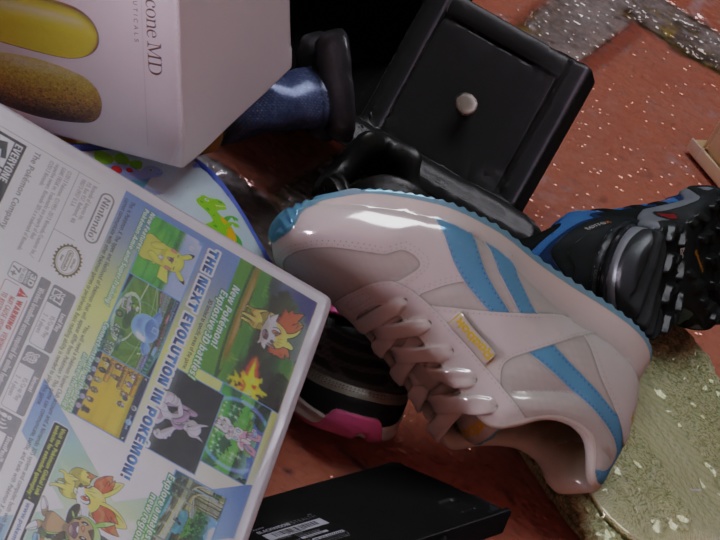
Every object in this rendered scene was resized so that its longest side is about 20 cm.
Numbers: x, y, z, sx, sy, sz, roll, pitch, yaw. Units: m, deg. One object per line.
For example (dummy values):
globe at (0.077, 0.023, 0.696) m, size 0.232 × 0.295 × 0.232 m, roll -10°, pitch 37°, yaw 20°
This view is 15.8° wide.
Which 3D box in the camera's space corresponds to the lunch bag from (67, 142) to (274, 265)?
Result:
lunch bag at (-0.132, 0.012, 1.135) m, size 0.199 × 0.083 × 0.161 m, roll -2°, pitch 44°, yaw -37°

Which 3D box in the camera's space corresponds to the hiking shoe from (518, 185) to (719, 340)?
hiking shoe at (0.133, -0.009, 1.298) m, size 0.086 × 0.075 × 0.200 m, roll 7°, pitch 4°, yaw 23°

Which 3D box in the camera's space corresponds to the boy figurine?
boy figurine at (-0.106, -0.079, 1.282) m, size 0.198 × 0.065 × 0.124 m, roll -6°, pitch 5°, yaw -13°

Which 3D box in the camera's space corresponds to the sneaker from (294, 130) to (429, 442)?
sneaker at (0.000, 0.000, 1.246) m, size 0.073 × 0.088 × 0.200 m, roll 19°, pitch 32°, yaw -10°

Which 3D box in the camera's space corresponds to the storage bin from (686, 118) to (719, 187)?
storage bin at (0.338, -0.044, 1.553) m, size 0.197 × 0.094 × 0.200 m, roll 2°, pitch 39°, yaw -35°

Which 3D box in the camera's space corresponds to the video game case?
video game case at (-0.116, 0.045, 1.027) m, size 0.182 × 0.022 × 0.201 m, roll 30°, pitch 50°, yaw -13°

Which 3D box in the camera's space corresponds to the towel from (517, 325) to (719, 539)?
towel at (0.136, 0.075, 1.283) m, size 0.147 × 0.037 × 0.200 m, roll 5°, pitch 37°, yaw -33°

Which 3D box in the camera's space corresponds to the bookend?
bookend at (0.053, -0.143, 1.374) m, size 0.199 × 0.200 × 0.092 m, roll 31°, pitch 3°, yaw 6°

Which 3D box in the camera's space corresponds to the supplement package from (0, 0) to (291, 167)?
supplement package at (-0.142, -0.140, 1.199) m, size 0.199 × 0.114 × 0.110 m, roll 15°, pitch 35°, yaw 22°

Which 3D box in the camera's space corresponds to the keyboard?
keyboard at (-0.020, 0.131, 1.105) m, size 0.199 × 0.040 × 0.104 m, roll -12°, pitch 25°, yaw -44°

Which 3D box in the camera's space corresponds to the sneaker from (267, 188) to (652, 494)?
sneaker at (0.044, 0.030, 1.167) m, size 0.199 × 0.076 × 0.081 m, roll 28°, pitch 60°, yaw -21°
